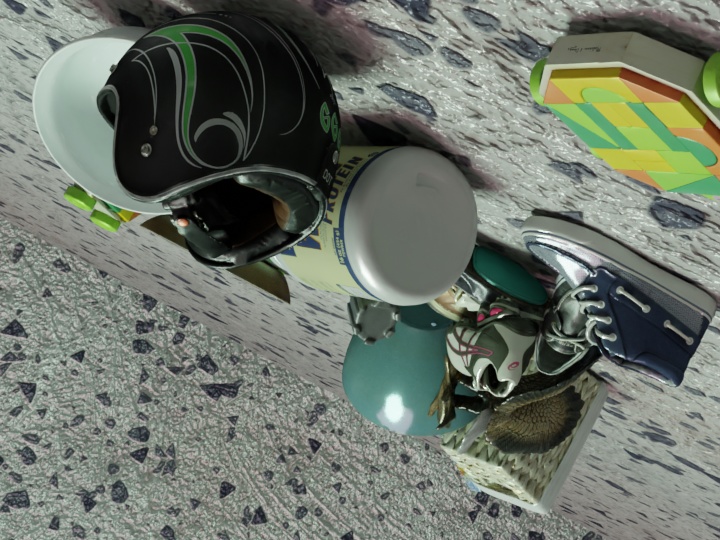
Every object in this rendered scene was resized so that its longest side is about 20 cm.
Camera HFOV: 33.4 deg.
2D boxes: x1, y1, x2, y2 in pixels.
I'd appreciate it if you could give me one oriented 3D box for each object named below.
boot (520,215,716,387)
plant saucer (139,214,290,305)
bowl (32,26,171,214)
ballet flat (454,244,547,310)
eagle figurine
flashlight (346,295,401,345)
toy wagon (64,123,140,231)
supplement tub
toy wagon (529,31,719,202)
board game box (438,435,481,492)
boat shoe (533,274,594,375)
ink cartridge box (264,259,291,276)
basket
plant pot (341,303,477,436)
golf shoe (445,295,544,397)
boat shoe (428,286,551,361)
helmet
[{"bbox_3d":[0.228,0.028,1.116,0.199,0.091,0.073,26,168,2],"label":"boot"},{"bbox_3d":[-0.165,-0.018,1.411,0.199,0.032,0.200,27,177,1],"label":"plant saucer"},{"bbox_3d":[-0.208,-0.160,1.165,0.200,0.091,0.202,9,132,10],"label":"bowl"},{"bbox_3d":[0.105,-0.003,1.290,0.199,0.073,0.073,32,168,-8],"label":"ballet flat"},{"bbox_3d":[0.191,0.147,1.437,0.199,0.152,0.152,8,-178,-4],"label":"eagle figurine"},{"bbox_3d":[0.000,0.000,1.290,0.068,0.068,0.201,50,-164,-36],"label":"flashlight"},{"bbox_3d":[-0.249,-0.120,1.322,0.039,0.156,0.200,23,168,17],"label":"toy wagon"},{"bbox_3d":[0.000,-0.048,1.152,0.145,0.146,0.200,34,166,-33],"label":"supplement tub"},{"bbox_3d":[0.208,-0.090,0.787,0.200,0.040,0.155,35,166,-35],"label":"toy wagon"},{"bbox_3d":[0.164,0.207,1.739,0.199,0.201,0.062,27,169,-4],"label":"board game box"},{"bbox_3d":[0.224,0.056,1.241,0.072,0.071,0.200,23,156,12],"label":"boat shoe"},{"bbox_3d":[-0.122,-0.043,1.371,0.145,0.048,0.200,28,177,-7],"label":"ink cartridge box"},{"bbox_3d":[0.219,0.202,1.621,0.135,0.201,0.123,13,157,49],"label":"basket"},{"bbox_3d":[0.078,0.096,1.560,0.199,0.200,0.135,22,134,19],"label":"plant pot"},{"bbox_3d":[0.133,0.094,1.291,0.077,0.089,0.200,13,161,-6],"label":"golf shoe"},{"bbox_3d":[0.168,0.044,1.355,0.199,0.076,0.074,21,157,-6],"label":"boat shoe"},{"bbox_3d":[-0.116,-0.119,0.994,0.199,0.192,0.200,-9,152,-5],"label":"helmet"}]
